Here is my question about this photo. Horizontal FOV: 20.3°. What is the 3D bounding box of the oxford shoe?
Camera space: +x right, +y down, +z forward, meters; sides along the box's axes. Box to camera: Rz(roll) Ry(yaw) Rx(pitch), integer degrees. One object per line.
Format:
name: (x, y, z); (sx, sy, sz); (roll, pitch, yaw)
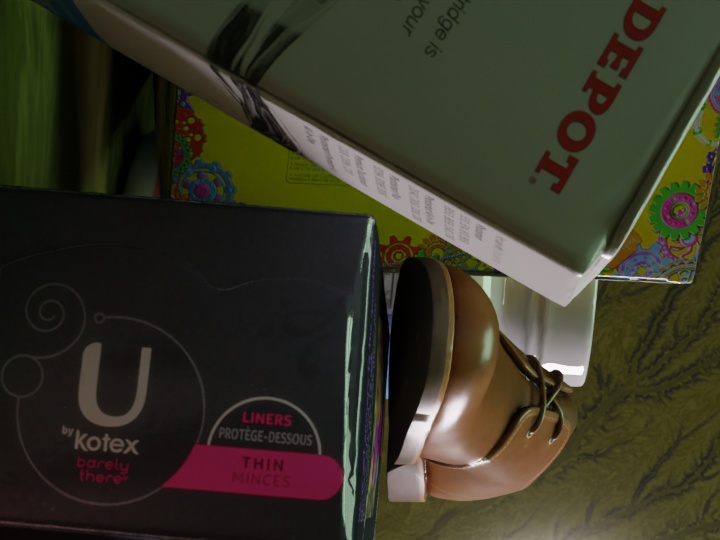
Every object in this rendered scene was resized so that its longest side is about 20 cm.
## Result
oxford shoe: (0.044, 0.041, 0.719); (0.200, 0.071, 0.072); (79, 15, -75)

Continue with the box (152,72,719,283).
box: (0.022, -0.092, 0.793); (0.193, 0.199, 0.122); (-106, -160, -64)

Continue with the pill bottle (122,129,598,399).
pill bottle: (0.000, 0.000, 0.865); (0.109, 0.199, 0.109); (6, 90, -87)

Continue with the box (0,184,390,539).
box: (-0.054, 0.050, 0.675); (0.200, 0.122, 0.106); (80, 14, -76)

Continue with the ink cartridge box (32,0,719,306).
ink cartridge box: (0.010, -0.102, 0.543); (0.146, 0.200, 0.084); (-58, 175, -6)
